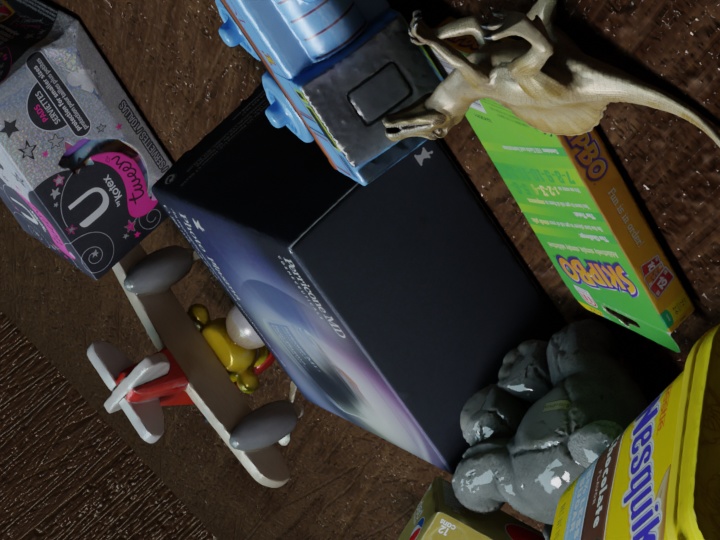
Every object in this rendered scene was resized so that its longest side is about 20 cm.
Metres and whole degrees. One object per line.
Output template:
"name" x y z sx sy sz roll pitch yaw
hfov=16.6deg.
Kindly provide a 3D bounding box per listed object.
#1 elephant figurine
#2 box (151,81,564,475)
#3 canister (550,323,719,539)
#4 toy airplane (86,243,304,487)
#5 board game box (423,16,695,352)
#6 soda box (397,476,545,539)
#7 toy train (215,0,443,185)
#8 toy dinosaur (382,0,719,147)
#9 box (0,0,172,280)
"elephant figurine" 0.164 0.132 1.470 0.141 0.155 0.200 -32 118 33
"box" 0.000 0.000 1.550 0.200 0.123 0.198 54 163 -27
"canister" 0.165 0.129 1.241 0.086 0.149 0.200 19 147 -11
"toy airplane" -0.134 0.071 2.109 0.200 0.141 0.199 40 -156 -29
"board game box" 0.109 -0.043 1.302 0.095 0.030 0.200 28 154 54
"soda box" 0.115 0.206 1.487 0.200 0.068 0.064 29 -166 -7
"toy train" -0.031 -0.141 1.303 0.200 0.087 0.114 57 171 -21
"toy dinosaur" 0.090 -0.097 1.174 0.200 0.058 0.101 4 143 39
"box" -0.251 -0.112 1.999 0.132 0.115 0.200 31 159 49
